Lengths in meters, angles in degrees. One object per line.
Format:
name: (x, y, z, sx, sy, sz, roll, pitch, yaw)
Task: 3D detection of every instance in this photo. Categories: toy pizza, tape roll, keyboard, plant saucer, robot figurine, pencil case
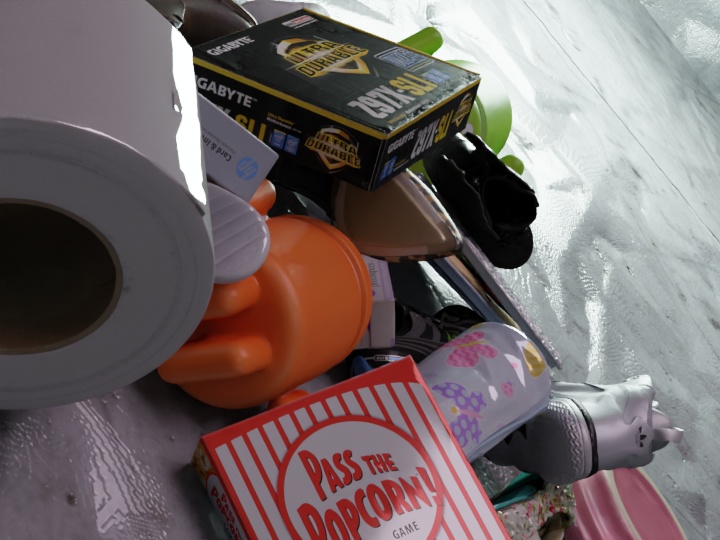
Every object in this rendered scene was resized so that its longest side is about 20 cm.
toy pizza: (0.073, -0.017, 1.321, 0.200, 0.032, 0.200, 47, 0, 0)
tape roll: (-0.180, -0.043, 0.792, 0.203, 0.203, 0.139, 34, 30, -35)
keyboard: (0.106, -0.001, 1.255, 0.200, 0.011, 0.056, 53, 15, 3)
plant saucer: (0.235, 0.231, 1.320, 0.201, 0.051, 0.201, 46, 22, -24)
robot figurine: (-0.063, 0.026, 1.012, 0.144, 0.117, 0.200, 44, 23, 11)
robot figurine: (0.079, -0.146, 1.496, 0.176, 0.116, 0.200, 60, 25, 1)
pencil case: (0.057, 0.108, 1.079, 0.200, 0.091, 0.083, -33, 129, -49)

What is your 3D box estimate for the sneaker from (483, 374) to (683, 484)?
sneaker: (0.167, 0.120, 1.220, 0.115, 0.075, 0.200, -5, 9, -21)

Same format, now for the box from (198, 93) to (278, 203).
box: (-0.161, -0.114, 0.984, 0.156, 0.041, 0.200, 37, -7, -31)

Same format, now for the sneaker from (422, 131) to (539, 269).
sneaker: (0.113, -0.051, 1.278, 0.200, 0.060, 0.104, 52, -6, -39)

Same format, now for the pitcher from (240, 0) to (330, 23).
pitcher: (-0.068, -0.153, 1.271, 0.172, 0.121, 0.200, 6, 37, -31)

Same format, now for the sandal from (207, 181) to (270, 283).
sandal: (-0.145, -0.034, 0.953, 0.207, 0.079, 0.059, 27, -22, 22)

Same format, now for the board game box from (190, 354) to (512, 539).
board game box: (0.007, 0.168, 0.926, 0.151, 0.046, 0.200, -20, 69, -24)

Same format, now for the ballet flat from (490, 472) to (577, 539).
ballet flat: (0.124, 0.195, 1.168, 0.200, 0.076, 0.064, -14, 78, -61)

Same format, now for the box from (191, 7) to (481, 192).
box: (-0.019, -0.129, 1.097, 0.160, 0.049, 0.200, 25, 26, 15)

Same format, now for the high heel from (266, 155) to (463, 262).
high heel: (0.031, -0.043, 1.138, 0.200, 0.071, 0.143, 26, 6, 39)

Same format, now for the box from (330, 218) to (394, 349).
box: (0.000, 0.000, 1.189, 0.200, 0.039, 0.041, -99, -174, -67)

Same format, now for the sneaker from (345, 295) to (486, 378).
sneaker: (0.045, 0.052, 1.219, 0.083, 0.071, 0.200, 61, 28, 4)

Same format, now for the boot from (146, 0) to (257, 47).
boot: (-0.156, -0.174, 1.146, 0.200, 0.075, 0.097, 10, 39, -34)
